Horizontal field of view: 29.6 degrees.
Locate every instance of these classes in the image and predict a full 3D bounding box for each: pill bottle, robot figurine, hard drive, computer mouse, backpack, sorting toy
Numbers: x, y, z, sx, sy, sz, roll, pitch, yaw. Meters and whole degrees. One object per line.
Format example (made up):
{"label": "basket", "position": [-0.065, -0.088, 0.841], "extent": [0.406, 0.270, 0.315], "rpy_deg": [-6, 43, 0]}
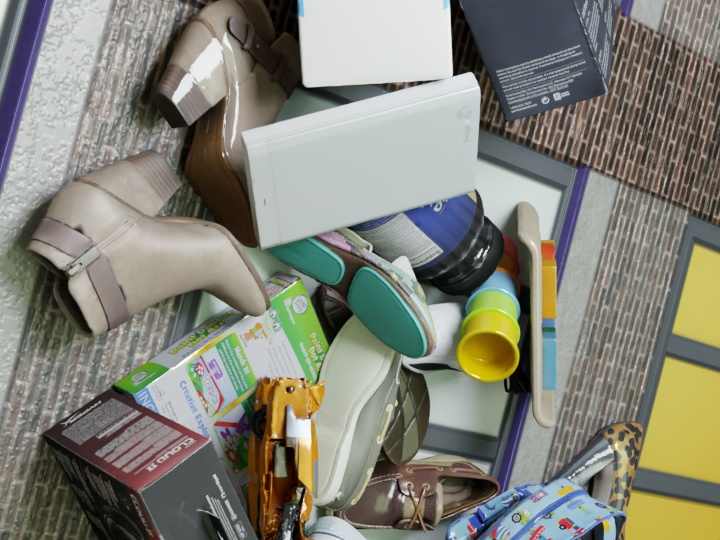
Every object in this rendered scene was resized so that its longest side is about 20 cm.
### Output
{"label": "pill bottle", "position": [0.047, -0.062, 1.300], "extent": [0.200, 0.112, 0.112], "rpy_deg": [39, 74, -36]}
{"label": "robot figurine", "position": [-0.066, 0.193, 1.187], "extent": [0.058, 0.145, 0.201], "rpy_deg": [2, 86, -12]}
{"label": "hard drive", "position": [0.003, -0.091, 1.158], "extent": [0.199, 0.026, 0.132], "rpy_deg": [-15, 143, -10]}
{"label": "computer mouse", "position": [0.106, 0.071, 1.376], "extent": [0.200, 0.044, 0.110], "rpy_deg": [5, 74, -50]}
{"label": "backpack", "position": [0.172, 0.290, 1.393], "extent": [0.182, 0.135, 0.200], "rpy_deg": [-24, 149, -30]}
{"label": "sorting toy", "position": [0.187, 0.040, 1.404], "extent": [0.036, 0.185, 0.201], "rpy_deg": [-5, 103, 8]}

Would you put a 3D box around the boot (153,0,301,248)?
{"label": "boot", "position": [-0.098, -0.140, 1.206], "extent": [0.146, 0.070, 0.200], "rpy_deg": [-50, 133, -31]}

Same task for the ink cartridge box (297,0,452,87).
{"label": "ink cartridge box", "position": [0.010, -0.236, 1.190], "extent": [0.125, 0.200, 0.129], "rpy_deg": [-3, 104, 1]}

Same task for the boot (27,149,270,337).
{"label": "boot", "position": [-0.181, 0.002, 1.146], "extent": [0.200, 0.070, 0.146], "rpy_deg": [52, 60, -17]}

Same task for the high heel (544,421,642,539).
{"label": "high heel", "position": [0.311, 0.281, 1.590], "extent": [0.142, 0.071, 0.200], "rpy_deg": [-36, 110, -21]}

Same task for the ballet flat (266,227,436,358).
{"label": "ballet flat", "position": [0.000, 0.000, 1.242], "extent": [0.071, 0.200, 0.069], "rpy_deg": [-39, 159, -48]}

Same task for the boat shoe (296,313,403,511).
{"label": "boat shoe", "position": [-0.002, 0.126, 1.271], "extent": [0.060, 0.072, 0.202], "rpy_deg": [30, 78, -48]}

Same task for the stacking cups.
{"label": "stacking cups", "position": [0.131, 0.033, 1.355], "extent": [0.200, 0.060, 0.061], "rpy_deg": [-74, 146, -60]}

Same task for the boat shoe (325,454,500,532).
{"label": "boat shoe", "position": [0.058, 0.229, 1.384], "extent": [0.199, 0.072, 0.072], "rpy_deg": [1, 97, -38]}

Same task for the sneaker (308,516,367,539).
{"label": "sneaker", "position": [0.010, 0.329, 1.353], "extent": [0.200, 0.073, 0.071], "rpy_deg": [44, 51, -21]}

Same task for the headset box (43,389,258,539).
{"label": "headset box", "position": [-0.162, 0.197, 1.125], "extent": [0.077, 0.200, 0.149], "rpy_deg": [-35, 117, -28]}

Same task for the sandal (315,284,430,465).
{"label": "sandal", "position": [0.006, 0.096, 1.338], "extent": [0.082, 0.055, 0.200], "rpy_deg": [-38, 105, -34]}

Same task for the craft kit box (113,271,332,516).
{"label": "craft kit box", "position": [-0.103, 0.136, 1.262], "extent": [0.197, 0.048, 0.201], "rpy_deg": [-33, 117, -26]}

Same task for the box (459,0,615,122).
{"label": "box", "position": [0.166, -0.275, 1.304], "extent": [0.200, 0.104, 0.183], "rpy_deg": [-70, 141, -56]}
